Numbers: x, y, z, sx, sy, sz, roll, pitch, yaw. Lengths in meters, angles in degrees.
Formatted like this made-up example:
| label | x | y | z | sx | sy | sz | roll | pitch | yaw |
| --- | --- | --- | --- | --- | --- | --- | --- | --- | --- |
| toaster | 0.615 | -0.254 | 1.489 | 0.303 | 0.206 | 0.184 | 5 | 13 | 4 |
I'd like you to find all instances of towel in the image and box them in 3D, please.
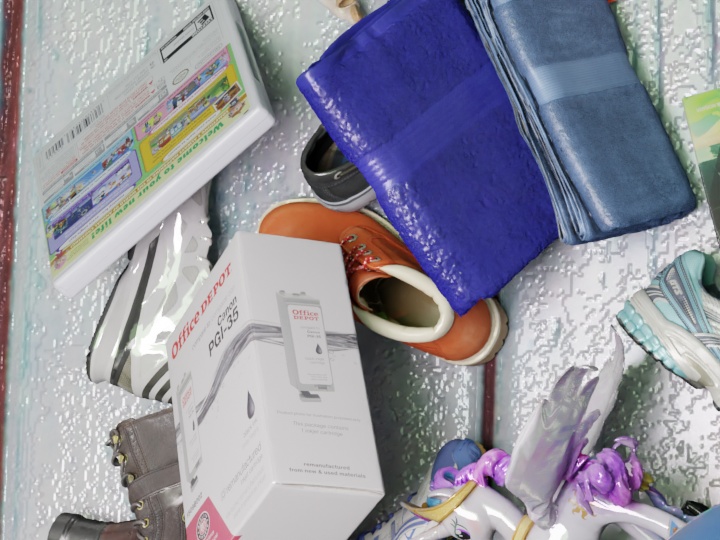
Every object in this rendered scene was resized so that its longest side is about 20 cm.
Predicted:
| label | x | y | z | sx | sy | sz | roll | pitch | yaw |
| --- | --- | --- | --- | --- | --- | --- | --- | --- | --- |
| towel | 0.055 | -0.085 | 1.705 | 0.200 | 0.148 | 0.050 | 55 | 148 | -7 |
| towel | 0.149 | -0.115 | 1.710 | 0.049 | 0.112 | 0.200 | -37 | 71 | 46 |

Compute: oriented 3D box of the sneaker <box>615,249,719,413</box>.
| label | x | y | z | sx | sy | sz | roll | pitch | yaw |
| --- | --- | --- | --- | --- | --- | --- | --- | --- | --- |
| sneaker | 0.265 | 0.061 | 1.659 | 0.200 | 0.078 | 0.086 | 40 | 96 | 21 |

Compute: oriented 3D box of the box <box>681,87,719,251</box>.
| label | x | y | z | sx | sy | sz | roll | pitch | yaw |
| --- | --- | --- | --- | --- | --- | --- | --- | --- | --- |
| box | 0.302 | -0.039 | 1.640 | 0.144 | 0.036 | 0.200 | -15 | 66 | 8 |

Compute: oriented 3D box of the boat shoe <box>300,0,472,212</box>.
| label | x | y | z | sx | sy | sz | roll | pitch | yaw |
| --- | --- | --- | --- | --- | --- | --- | --- | --- | --- |
| boat shoe | 0.034 | -0.126 | 1.766 | 0.069 | 0.057 | 0.200 | 38 | 87 | 28 |

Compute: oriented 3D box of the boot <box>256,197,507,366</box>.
| label | x | y | z | sx | sy | sz | roll | pitch | yaw |
| --- | --- | --- | --- | --- | --- | --- | --- | --- | --- |
| boot | 0.000 | 0.000 | 1.757 | 0.200 | 0.107 | 0.075 | 26 | 96 | 24 |

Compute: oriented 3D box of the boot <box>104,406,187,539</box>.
| label | x | y | z | sx | sy | sz | roll | pitch | yaw |
| --- | --- | --- | --- | --- | --- | --- | --- | --- | --- |
| boot | -0.144 | 0.184 | 1.756 | 0.200 | 0.069 | 0.174 | -22 | 61 | -2 |

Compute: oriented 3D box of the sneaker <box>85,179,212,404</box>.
| label | x | y | z | sx | sy | sz | roll | pitch | yaw |
| --- | --- | --- | --- | --- | --- | --- | --- | --- | --- |
| sneaker | -0.113 | 0.005 | 1.833 | 0.115 | 0.076 | 0.201 | 20 | 89 | 6 |

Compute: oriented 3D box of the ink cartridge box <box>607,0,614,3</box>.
| label | x | y | z | sx | sy | sz | roll | pitch | yaw |
| --- | --- | --- | --- | --- | --- | --- | --- | --- | --- |
| ink cartridge box | 0.207 | -0.306 | 1.736 | 0.163 | 0.057 | 0.200 | -18 | 73 | 19 |

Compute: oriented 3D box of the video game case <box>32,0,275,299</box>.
| label | x | y | z | sx | sy | sz | roll | pitch | yaw |
| --- | --- | --- | --- | --- | --- | --- | --- | --- | --- |
| video game case | -0.153 | -0.093 | 1.817 | 0.200 | 0.022 | 0.182 | -40 | 32 | 13 |

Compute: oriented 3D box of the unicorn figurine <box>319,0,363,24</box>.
| label | x | y | z | sx | sy | sz | roll | pitch | yaw |
| --- | --- | --- | --- | --- | --- | --- | --- | --- | --- |
| unicorn figurine | -0.019 | -0.252 | 1.816 | 0.200 | 0.074 | 0.137 | -28 | 65 | 2 |

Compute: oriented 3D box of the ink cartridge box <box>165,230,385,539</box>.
| label | x | y | z | sx | sy | sz | roll | pitch | yaw |
| --- | --- | --- | --- | --- | --- | --- | --- | --- | --- |
| ink cartridge box | -0.062 | 0.096 | 1.679 | 0.147 | 0.083 | 0.200 | 125 | 144 | -46 |

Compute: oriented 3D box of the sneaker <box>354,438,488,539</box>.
| label | x | y | z | sx | sy | sz | roll | pitch | yaw |
| --- | --- | --- | --- | --- | --- | --- | --- | --- | --- |
| sneaker | 0.018 | 0.199 | 1.744 | 0.088 | 0.075 | 0.200 | 26 | 94 | 23 |

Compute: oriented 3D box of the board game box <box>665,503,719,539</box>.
| label | x | y | z | sx | sy | sz | roll | pitch | yaw |
| --- | --- | --- | --- | --- | --- | --- | --- | --- | --- |
| board game box | 0.237 | 0.210 | 1.571 | 0.039 | 0.158 | 0.200 | -127 | 37 | -55 |

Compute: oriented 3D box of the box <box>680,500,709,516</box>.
| label | x | y | z | sx | sy | sz | roll | pitch | yaw |
| --- | --- | --- | --- | --- | --- | --- | --- | --- | --- |
| box | 0.244 | 0.286 | 1.659 | 0.193 | 0.048 | 0.200 | 35 | 97 | 20 |

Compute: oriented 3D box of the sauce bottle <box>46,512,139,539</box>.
| label | x | y | z | sx | sy | sz | roll | pitch | yaw |
| --- | --- | --- | --- | --- | --- | --- | --- | --- | --- |
| sauce bottle | -0.131 | 0.209 | 1.808 | 0.200 | 0.066 | 0.066 | 8 | 87 | 21 |

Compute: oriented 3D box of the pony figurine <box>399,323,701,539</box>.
| label | x | y | z | sx | sy | sz | roll | pitch | yaw |
| --- | --- | --- | --- | --- | --- | --- | --- | --- | --- |
| pony figurine | 0.143 | 0.151 | 1.634 | 0.200 | 0.167 | 0.193 | 37 | 106 | 15 |
